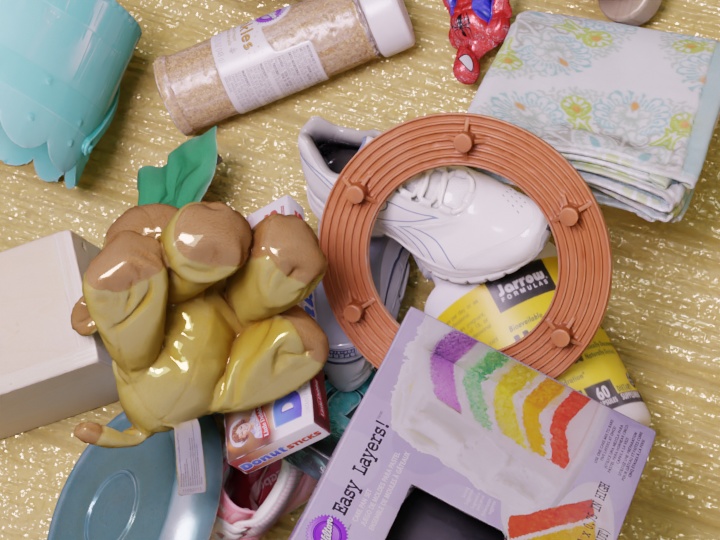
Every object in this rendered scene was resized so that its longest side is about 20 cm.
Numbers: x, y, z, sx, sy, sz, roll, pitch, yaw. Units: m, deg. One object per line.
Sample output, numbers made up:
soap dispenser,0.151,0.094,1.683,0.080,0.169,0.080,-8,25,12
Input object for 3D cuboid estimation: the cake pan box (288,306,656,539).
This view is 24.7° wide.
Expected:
cake pan box,0.068,0.146,1.023,0.184,0.052,0.200,27,59,5

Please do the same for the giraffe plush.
giraffe plush,-0.122,0.022,1.102,0.172,0.162,0.201,6,117,-23

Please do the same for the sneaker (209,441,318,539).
sneaker,-0.115,0.184,1.195,0.200,0.105,0.075,-39,75,2

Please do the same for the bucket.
bucket,-0.276,-0.168,1.266,0.207,0.207,0.135,26,82,17

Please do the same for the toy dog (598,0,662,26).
toy dog,0.186,-0.286,1.232,0.096,0.132,0.201,-29,81,28

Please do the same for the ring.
ring,0.066,-0.004,1.082,0.199,0.019,0.201,5,108,16

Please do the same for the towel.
towel,0.171,-0.119,1.178,0.170,0.048,0.200,15,42,14

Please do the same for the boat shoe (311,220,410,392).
boat shoe,0.000,0.000,1.217,0.073,0.066,0.200,8,49,15

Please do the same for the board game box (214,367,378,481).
board game box,-0.019,0.094,1.187,0.199,0.135,0.028,30,128,17

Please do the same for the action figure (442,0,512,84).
action figure,0.089,-0.240,1.269,0.065,0.052,0.201,-8,75,44

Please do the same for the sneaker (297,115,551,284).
sneaker,0.036,-0.050,1.122,0.199,0.087,0.075,16,67,28

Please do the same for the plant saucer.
plant saucer,-0.172,0.178,1.187,0.200,0.027,0.201,-31,44,36

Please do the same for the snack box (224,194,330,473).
snack box,-0.065,0.041,1.146,0.072,0.024,0.201,-26,48,21

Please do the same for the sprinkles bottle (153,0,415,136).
sprinkles bottle,-0.059,-0.170,1.282,0.199,0.068,0.069,-21,74,8

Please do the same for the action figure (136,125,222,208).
action figure,-0.140,0.003,1.236,0.118,0.055,0.201,-35,43,49

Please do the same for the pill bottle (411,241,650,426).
pill bottle,0.113,0.047,1.169,0.111,0.111,0.201,-30,72,5

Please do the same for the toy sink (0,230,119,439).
toy sink,-0.277,0.057,1.248,0.199,0.130,0.113,-19,74,9
